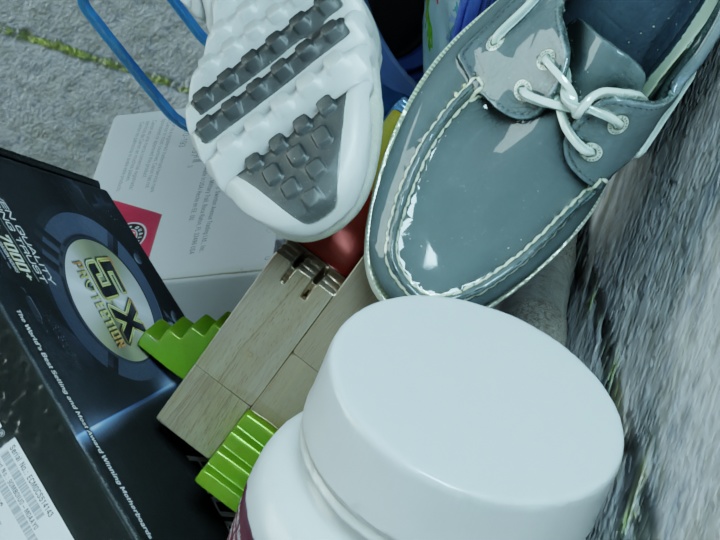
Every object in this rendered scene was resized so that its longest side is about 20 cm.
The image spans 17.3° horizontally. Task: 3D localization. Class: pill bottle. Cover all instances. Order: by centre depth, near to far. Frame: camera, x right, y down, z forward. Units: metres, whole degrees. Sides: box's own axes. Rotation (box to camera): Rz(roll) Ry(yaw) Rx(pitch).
[{"bbox_3d":[0.007,0.114,0.770,0.114,0.114,0.200,-78,8,-55],"label":"pill bottle"}]

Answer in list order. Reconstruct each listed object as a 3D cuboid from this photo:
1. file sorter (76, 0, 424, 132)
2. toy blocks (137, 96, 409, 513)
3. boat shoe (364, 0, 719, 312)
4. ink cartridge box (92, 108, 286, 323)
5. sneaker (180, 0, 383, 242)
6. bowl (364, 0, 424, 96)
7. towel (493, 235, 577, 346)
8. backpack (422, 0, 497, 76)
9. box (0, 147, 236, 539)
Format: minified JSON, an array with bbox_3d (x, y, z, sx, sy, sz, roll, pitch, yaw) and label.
[{"bbox_3d":[-0.029,-0.170,1.097,0.139,0.122,0.200,52,-131,-52],"label":"file sorter"},{"bbox_3d":[0.000,0.000,0.878,0.137,0.100,0.200,-53,-1,14],"label":"toy blocks"},{"bbox_3d":[0.069,-0.067,0.754,0.200,0.073,0.062,-51,-1,0],"label":"boat shoe"},{"bbox_3d":[-0.028,-0.014,1.132,0.145,0.199,0.084,-78,-22,-51],"label":"ink cartridge box"},{"bbox_3d":[-0.019,-0.074,0.846,0.075,0.081,0.200,-31,38,14],"label":"sneaker"},{"bbox_3d":[0.025,-0.175,1.027,0.201,0.039,0.201,-16,-71,-60],"label":"bowl"},{"bbox_3d":[0.045,0.066,1.004,0.133,0.034,0.200,-79,8,-51],"label":"towel"},{"bbox_3d":[0.070,-0.156,0.879,0.183,0.147,0.200,108,173,-67],"label":"backpack"},{"bbox_3d":[-0.117,0.055,0.874,0.086,0.200,0.164,-38,-20,13],"label":"box"}]
